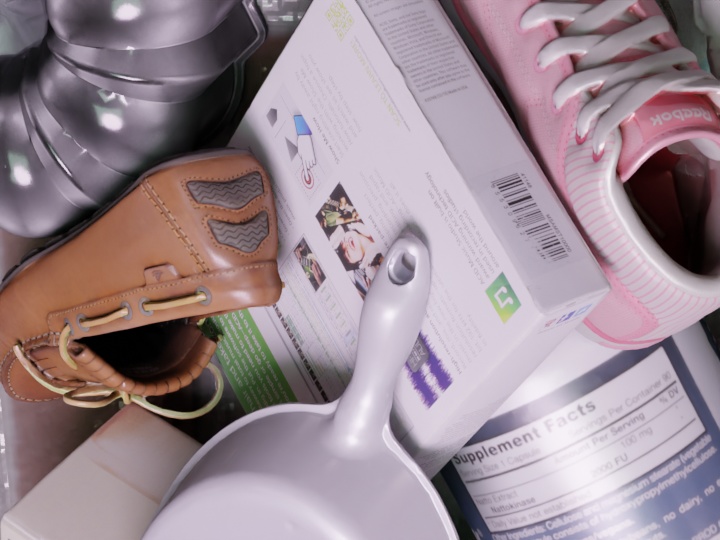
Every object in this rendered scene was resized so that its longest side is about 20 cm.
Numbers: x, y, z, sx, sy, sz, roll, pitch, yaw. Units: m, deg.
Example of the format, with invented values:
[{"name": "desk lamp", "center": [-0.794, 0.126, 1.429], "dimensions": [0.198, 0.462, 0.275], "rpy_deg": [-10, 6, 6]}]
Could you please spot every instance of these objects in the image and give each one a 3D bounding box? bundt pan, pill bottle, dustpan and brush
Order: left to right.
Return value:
[{"name": "bundt pan", "center": [-0.139, -0.098, 0.807], "dimensions": [0.202, 0.076, 0.202], "rpy_deg": [2, 116, 5]}, {"name": "dustpan and brush", "center": [-0.010, 0.078, 0.742], "dimensions": [0.139, 0.057, 0.200], "rpy_deg": [26, 129, 19]}, {"name": "pill bottle", "center": [0.088, 0.059, 0.824], "dimensions": [0.119, 0.120, 0.200], "rpy_deg": [-27, 96, 18]}]

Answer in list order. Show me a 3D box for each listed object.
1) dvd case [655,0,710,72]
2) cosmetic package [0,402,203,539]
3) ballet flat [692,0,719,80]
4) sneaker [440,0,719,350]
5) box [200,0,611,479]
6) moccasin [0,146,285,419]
[{"name": "dvd case", "center": [0.177, -0.126, 0.784], "dimensions": [0.200, 0.022, 0.146], "rpy_deg": [-12, 114, 13]}, {"name": "cosmetic package", "center": [-0.043, 0.154, 0.858], "dimensions": [0.200, 0.087, 0.103], "rpy_deg": [32, 140, 19]}, {"name": "ballet flat", "center": [0.162, -0.059, 0.733], "dimensions": [0.069, 0.069, 0.200], "rpy_deg": [-45, 77, 23]}, {"name": "sneaker", "center": [0.085, -0.073, 0.721], "dimensions": [0.075, 0.105, 0.201], "rpy_deg": [-17, 88, -14]}, {"name": "box", "center": [0.000, 0.000, 0.774], "dimensions": [0.144, 0.036, 0.200], "rpy_deg": [61, 144, 17]}, {"name": "moccasin", "center": [-0.087, 0.020, 0.820], "dimensions": [0.201, 0.074, 0.078], "rpy_deg": [-29, 75, 49]}]
